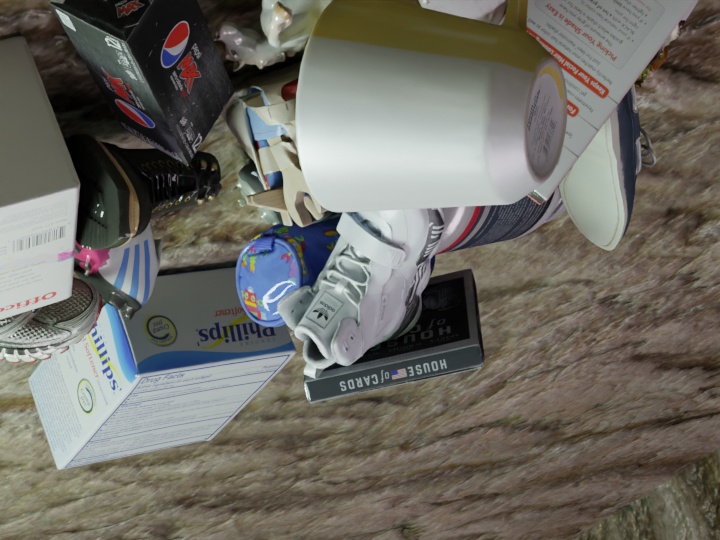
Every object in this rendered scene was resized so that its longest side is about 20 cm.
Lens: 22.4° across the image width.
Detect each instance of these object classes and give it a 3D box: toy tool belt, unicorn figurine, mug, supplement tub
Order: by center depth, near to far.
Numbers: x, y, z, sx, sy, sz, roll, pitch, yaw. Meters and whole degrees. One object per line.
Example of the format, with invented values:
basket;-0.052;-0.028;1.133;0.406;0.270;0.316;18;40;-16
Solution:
mug;0.054;-0.125;1.223;0.152;0.188;0.149;8;-158;25
unicorn figurine;-0.040;-0.196;1.253;0.199;0.074;0.137;-32;170;4
toy tool belt;-0.032;-0.090;1.363;0.124;0.124;0.200;-21;-168;-10
supplement tub;0.089;-0.090;1.555;0.140;0.141;0.199;-40;162;36

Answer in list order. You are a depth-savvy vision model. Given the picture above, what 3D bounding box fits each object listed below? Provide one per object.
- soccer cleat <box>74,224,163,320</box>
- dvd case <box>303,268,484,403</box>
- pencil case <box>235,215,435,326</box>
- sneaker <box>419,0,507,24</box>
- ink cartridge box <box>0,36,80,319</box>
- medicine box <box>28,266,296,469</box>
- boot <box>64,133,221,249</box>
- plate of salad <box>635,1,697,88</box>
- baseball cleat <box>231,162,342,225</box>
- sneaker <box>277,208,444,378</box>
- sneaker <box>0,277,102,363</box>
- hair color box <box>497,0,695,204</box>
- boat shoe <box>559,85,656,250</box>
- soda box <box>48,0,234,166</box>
soccer cleat;-0.215;-0.031;1.489;0.200;0.069;0.087;63;48;-67
dvd case;0.029;0.054;1.566;0.149;0.025;0.200;-13;-164;5
pencil case;-0.019;-0.010;1.557;0.078;0.088;0.199;-7;-174;41
sneaker;0.052;-0.212;1.327;0.115;0.074;0.200;-23;161;-11
ink cartridge box;-0.280;-0.047;1.283;0.128;0.126;0.200;-16;158;-19
medicine box;-0.193;0.092;1.756;0.181;0.104;0.200;-7;153;-38
boot;-0.149;-0.064;1.332;0.137;0.078;0.200;-1;-164;-24
plate of salad;0.242;-0.209;1.512;0.200;0.048;0.201;-39;157;-21
baseball cleat;-0.040;-0.075;1.596;0.106;0.070;0.200;-42;162;7
sneaker;0.000;0.000;1.433;0.115;0.075;0.201;-36;149;-34
sneaker;-0.301;0.018;1.429;0.198;0.078;0.082;7;144;-16
hair color box;0.155;-0.163;1.383;0.201;0.111;0.064;-53;178;-2
boat shoe;0.203;-0.099;1.510;0.062;0.075;0.201;-45;142;-25
soda box;-0.144;-0.150;1.238;0.071;0.063;0.200;-59;165;-14
